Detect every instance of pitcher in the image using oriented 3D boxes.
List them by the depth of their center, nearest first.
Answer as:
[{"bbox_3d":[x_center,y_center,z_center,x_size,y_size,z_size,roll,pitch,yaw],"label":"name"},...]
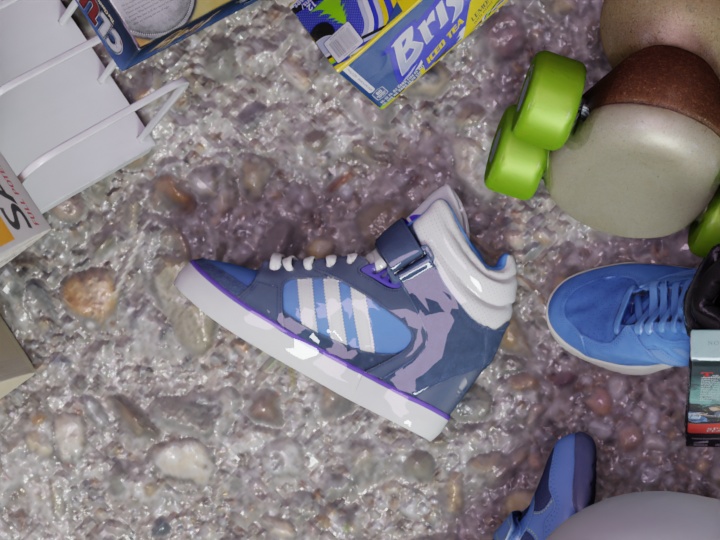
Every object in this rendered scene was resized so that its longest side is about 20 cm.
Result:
[{"bbox_3d":[0.192,0.209,1.423,0.121,0.199,0.173,4,103,49],"label":"pitcher"}]

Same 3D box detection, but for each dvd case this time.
[{"bbox_3d":[0.260,0.070,1.388,0.145,0.200,0.022,0,73,7],"label":"dvd case"}]

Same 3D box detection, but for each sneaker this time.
[{"bbox_3d":[0.196,0.019,1.428,0.199,0.111,0.077,11,72,24],"label":"sneaker"},{"bbox_3d":[0.094,0.191,1.493,0.082,0.074,0.201,19,94,11],"label":"sneaker"},{"bbox_3d":[0.000,0.000,1.504,0.199,0.081,0.147,29,89,11],"label":"sneaker"}]

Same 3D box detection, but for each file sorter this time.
[{"bbox_3d":[-0.220,-0.147,1.479,0.139,0.125,0.200,-32,85,-29],"label":"file sorter"}]

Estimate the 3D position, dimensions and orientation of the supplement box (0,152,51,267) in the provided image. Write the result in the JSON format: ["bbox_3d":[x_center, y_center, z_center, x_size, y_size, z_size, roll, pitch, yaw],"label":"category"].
[{"bbox_3d":[-0.296,-0.017,1.410,0.200,0.074,0.126,-33,91,28],"label":"supplement box"}]

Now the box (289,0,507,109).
[{"bbox_3d":[0.058,-0.194,1.476,0.200,0.070,0.064,-40,60,9],"label":"box"}]

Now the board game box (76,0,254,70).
[{"bbox_3d":[-0.099,-0.224,1.462,0.200,0.035,0.136,-31,87,-32],"label":"board game box"}]

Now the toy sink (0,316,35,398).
[{"bbox_3d":[-0.326,0.024,1.539,0.130,0.112,0.200,-34,86,9],"label":"toy sink"}]

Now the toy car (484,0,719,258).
[{"bbox_3d":[0.184,-0.131,1.452,0.164,0.158,0.201,17,69,-3],"label":"toy car"}]
